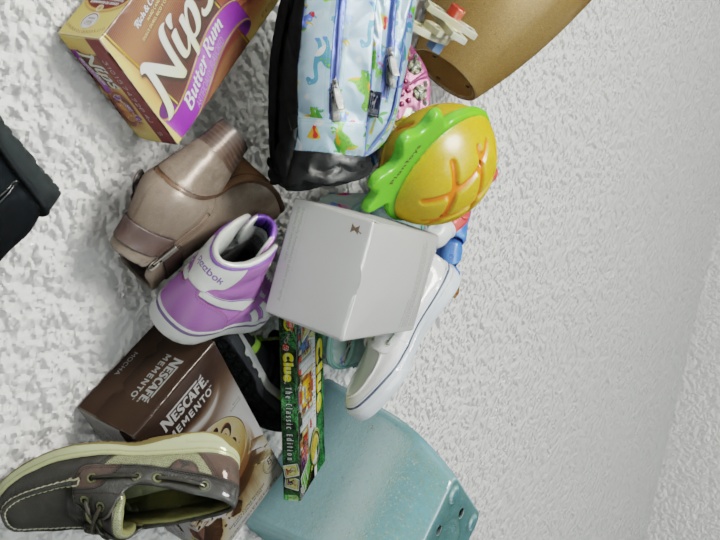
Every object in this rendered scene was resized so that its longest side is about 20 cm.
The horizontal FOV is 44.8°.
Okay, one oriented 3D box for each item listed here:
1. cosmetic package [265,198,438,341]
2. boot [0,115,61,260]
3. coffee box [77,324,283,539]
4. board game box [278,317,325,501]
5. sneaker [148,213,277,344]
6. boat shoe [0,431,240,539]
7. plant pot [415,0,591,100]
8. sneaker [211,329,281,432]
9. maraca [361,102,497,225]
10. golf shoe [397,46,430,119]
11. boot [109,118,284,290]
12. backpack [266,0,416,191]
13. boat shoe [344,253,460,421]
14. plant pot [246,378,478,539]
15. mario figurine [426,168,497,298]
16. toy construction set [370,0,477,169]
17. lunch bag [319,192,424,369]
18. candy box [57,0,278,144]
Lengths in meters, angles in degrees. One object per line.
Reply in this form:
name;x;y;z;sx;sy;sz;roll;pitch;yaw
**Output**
cosmetic package;0.000;0.000;0.828;0.199;0.084;0.110;7;100;-68
boot;-0.294;-0.038;0.551;0.170;0.075;0.201;-63;151;-24
coffee box;-0.161;0.161;0.821;0.113;0.079;0.202;-50;139;-30
board game box;-0.059;0.119;0.895;0.105;0.023;0.204;-50;140;-75
sneaker;-0.097;-0.002;0.789;0.115;0.073;0.200;-49;175;19
boat shoe;-0.193;0.180;0.699;0.197;0.066;0.073;-10;129;-7
plant pot;0.158;-0.312;1.042;0.201;0.185;0.186;-54;143;-6
sneaker;-0.110;0.091;0.897;0.201;0.070;0.084;65;36;-50
maraca;0.067;-0.102;0.842;0.138;0.107;0.199;-55;161;20
golf shoe;0.045;-0.171;1.016;0.074;0.091;0.204;-18;100;-17
boot;-0.146;-0.045;0.780;0.147;0.070;0.200;-51;160;-9
backpack;-0.021;-0.183;0.759;0.163;0.151;0.204;-109;-169;-79
boat shoe;0.030;0.064;0.958;0.067;0.073;0.202;39;73;-21
plant pot;0.022;0.284;1.033;0.197;0.198;0.197;-58;142;-22
mario figurine;0.098;-0.074;1.094;0.105;0.123;0.204;11;91;-36
toy construction set;0.032;-0.201;0.911;0.202;0.130;0.092;-56;-178;11
lunch bag;-0.001;0.015;1.002;0.159;0.076;0.204;-6;107;-55
candy box;-0.144;-0.220;0.721;0.202;0.056;0.117;-61;145;-23
